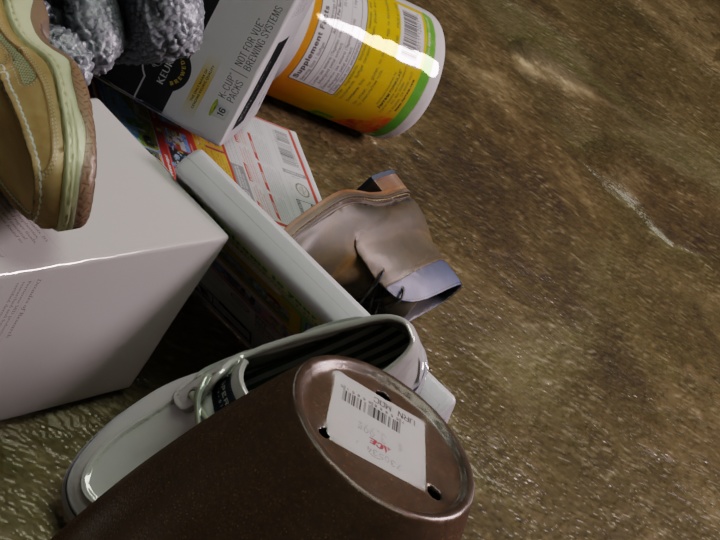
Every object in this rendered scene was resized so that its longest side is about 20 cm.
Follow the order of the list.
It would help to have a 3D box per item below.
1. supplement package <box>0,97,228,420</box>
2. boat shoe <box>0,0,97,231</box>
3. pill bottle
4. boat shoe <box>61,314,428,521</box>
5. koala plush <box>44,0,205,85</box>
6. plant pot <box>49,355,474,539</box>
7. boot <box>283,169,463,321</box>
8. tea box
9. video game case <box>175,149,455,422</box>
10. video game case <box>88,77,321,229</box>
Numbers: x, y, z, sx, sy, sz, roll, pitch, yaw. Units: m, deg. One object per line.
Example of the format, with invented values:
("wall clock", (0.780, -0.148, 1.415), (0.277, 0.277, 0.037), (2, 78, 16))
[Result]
("supplement package", (-0.189, -0.003, 0.926), (0.121, 0.120, 0.200), (45, 27, 20))
("boat shoe", (-0.183, -0.084, 0.870), (0.076, 0.072, 0.200), (2, 32, -27))
("pill bottle", (-0.042, -0.185, 1.409), (0.199, 0.111, 0.111), (19, 32, -33))
("boat shoe", (-0.061, 0.069, 0.899), (0.074, 0.199, 0.067), (59, -10, 21))
("koala plush", (-0.214, -0.196, 1.067), (0.183, 0.200, 0.177), (26, 56, 23))
("plant pot", (-0.044, 0.138, 0.794), (0.186, 0.200, 0.187), (29, 27, -17))
("boot", (0.000, 0.000, 1.200), (0.097, 0.075, 0.200), (50, 35, 6))
("tea box", (-0.122, -0.226, 1.233), (0.196, 0.201, 0.134), (30, 16, -2))
("video game case", (-0.031, 0.036, 1.041), (0.200, 0.022, 0.182), (44, -17, 11))
("video game case", (-0.113, -0.082, 1.260), (0.199, 0.017, 0.143), (20, 32, -33))
